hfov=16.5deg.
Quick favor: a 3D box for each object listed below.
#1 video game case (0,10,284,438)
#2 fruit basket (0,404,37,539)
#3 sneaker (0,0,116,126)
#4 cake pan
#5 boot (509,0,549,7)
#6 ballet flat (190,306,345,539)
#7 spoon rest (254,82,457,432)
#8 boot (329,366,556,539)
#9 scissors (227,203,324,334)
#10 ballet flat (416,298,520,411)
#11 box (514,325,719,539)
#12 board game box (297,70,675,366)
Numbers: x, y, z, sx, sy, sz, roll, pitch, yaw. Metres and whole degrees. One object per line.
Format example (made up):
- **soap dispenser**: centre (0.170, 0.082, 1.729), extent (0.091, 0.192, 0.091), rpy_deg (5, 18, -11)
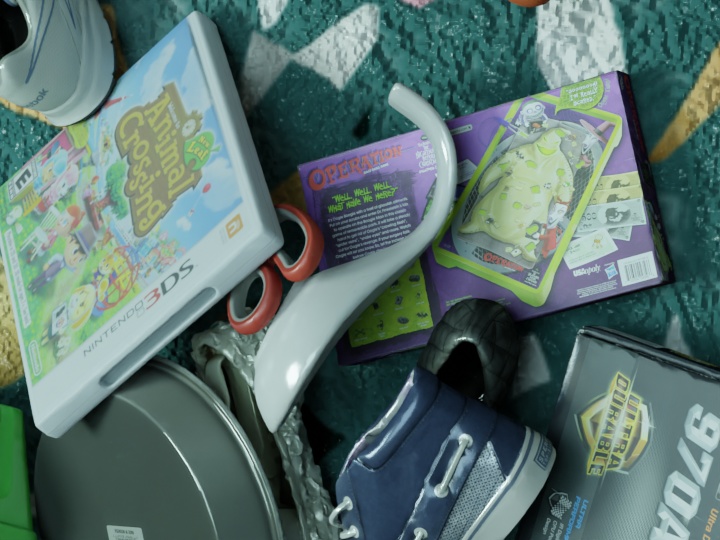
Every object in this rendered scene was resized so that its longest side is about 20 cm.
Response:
- **video game case**: centre (-0.134, -0.030, 1.425), extent (0.182, 0.022, 0.201), rpy_deg (-40, 41, 19)
- **fruit basket**: centre (-0.305, 0.166, 1.457), extent (0.215, 0.155, 0.217), rpy_deg (-18, 62, 37)
- **sneaker**: centre (-0.199, -0.188, 1.473), extent (0.074, 0.087, 0.201), rpy_deg (-22, 72, 31)
- **cake pan**: centre (-0.120, 0.148, 1.415), extent (0.200, 0.037, 0.202), rpy_deg (19, 117, 43)
- **boot**: centre (0.036, -0.197, 1.382), extent (0.107, 0.075, 0.200), rpy_deg (-50, 62, 19)
- **ballet flat**: centre (-0.059, 0.121, 1.417), extent (0.071, 0.072, 0.201), rpy_deg (-18, 81, 23)
- **spoon rest**: centre (0.000, 0.000, 1.357), extent (0.060, 0.099, 0.201), rpy_deg (26, 87, 2)
- **boot**: centre (0.014, 0.146, 1.336), extent (0.090, 0.073, 0.201), rpy_deg (32, 108, -7)
- **scissors**: centre (-0.074, -0.023, 1.402), extent (0.073, 0.014, 0.200), rpy_deg (-57, 30, 6)
- **ballet flat**: centre (0.033, 0.104, 1.370), extent (0.066, 0.057, 0.201), rpy_deg (25, 113, 17)
- **box**: centre (0.164, 0.148, 1.324), extent (0.158, 0.046, 0.201), rpy_deg (20, 97, 24)
- **board game box**: centre (0.067, -0.027, 1.383), extent (0.199, 0.032, 0.121), rpy_deg (-15, 86, 24)
